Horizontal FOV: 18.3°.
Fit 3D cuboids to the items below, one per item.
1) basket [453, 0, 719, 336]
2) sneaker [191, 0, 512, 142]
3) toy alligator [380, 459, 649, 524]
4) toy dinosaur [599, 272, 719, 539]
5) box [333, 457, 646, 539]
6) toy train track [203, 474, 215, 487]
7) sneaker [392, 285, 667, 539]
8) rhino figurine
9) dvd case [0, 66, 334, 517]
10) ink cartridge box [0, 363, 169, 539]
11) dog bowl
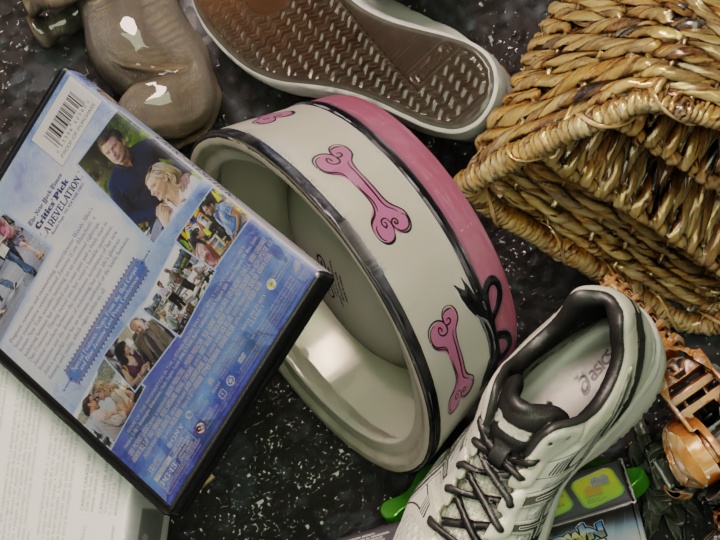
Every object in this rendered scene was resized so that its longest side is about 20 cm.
[{"bbox_3d":[0.177,-0.050,1.122,0.200,0.143,0.149,31,85,-34],"label":"basket"},{"bbox_3d":[-0.002,-0.116,1.206,0.200,0.085,0.073,30,95,23],"label":"sneaker"},{"bbox_3d":[0.054,0.118,1.194,0.199,0.059,0.054,-16,50,15],"label":"toy alligator"},{"bbox_3d":[0.193,0.089,1.152,0.102,0.136,0.201,-14,86,0],"label":"toy dinosaur"},{"bbox_3d":[0.053,0.173,1.160,0.199,0.035,0.110,-17,127,3],"label":"box"},{"bbox_3d":[-0.150,0.100,1.205,0.115,0.033,0.200,-36,81,5],"label":"toy train track"},{"bbox_3d":[0.068,0.089,1.080,0.075,0.088,0.200,31,81,23],"label":"sneaker"},{"bbox_3d":[-0.138,-0.149,1.205,0.087,0.060,0.201,-19,84,-8],"label":"rhino figurine"},{"bbox_3d":[-0.119,0.008,1.117,0.200,0.018,0.143,38,101,29],"label":"dvd case"},{"bbox_3d":[-0.190,0.093,1.183,0.199,0.057,0.163,6,86,31],"label":"ink cartridge box"},{"bbox_3d":[0.000,0.000,1.136,0.074,0.200,0.200,-34,87,-20],"label":"dog bowl"}]
